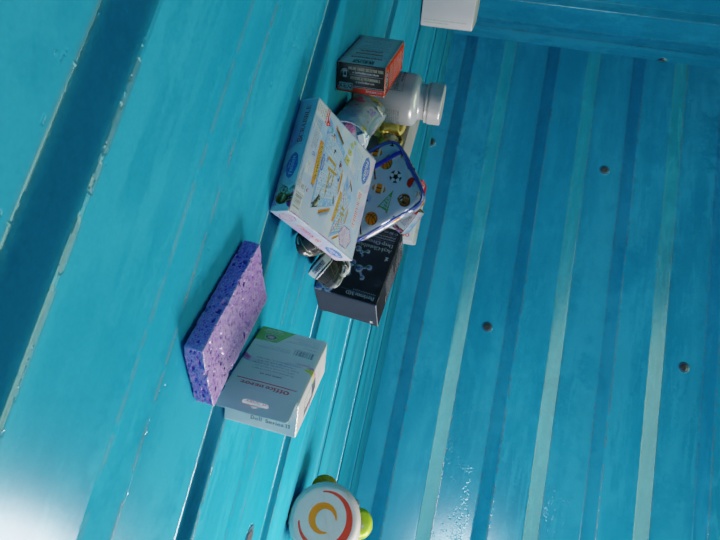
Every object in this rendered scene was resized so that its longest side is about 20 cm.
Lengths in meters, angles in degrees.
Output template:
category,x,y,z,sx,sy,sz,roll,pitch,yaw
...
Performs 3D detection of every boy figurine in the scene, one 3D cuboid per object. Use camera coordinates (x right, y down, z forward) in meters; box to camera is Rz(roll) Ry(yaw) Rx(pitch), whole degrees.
category,x,y,z,sx,sy,sz,roll,pitch,yaw
boy figurine,0.059,-0.364,1.509,0.064,0.122,0.203,133,-42,-61

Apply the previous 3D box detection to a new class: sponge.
category,x,y,z,sx,sy,sz,roll,pitch,yaw
sponge,-0.174,0.065,0.837,0.201,0.029,0.113,-70,167,-46

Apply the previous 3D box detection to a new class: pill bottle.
category,x,y,z,sx,sy,sz,roll,pitch,yaw
pill bottle,0.088,-0.389,1.420,0.114,0.197,0.116,11,90,-81

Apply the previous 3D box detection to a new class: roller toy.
category,x,y,z,sx,sy,sz,roll,pitch,yaw
roller toy,-0.086,0.633,1.575,0.182,0.199,0.140,-44,158,-18

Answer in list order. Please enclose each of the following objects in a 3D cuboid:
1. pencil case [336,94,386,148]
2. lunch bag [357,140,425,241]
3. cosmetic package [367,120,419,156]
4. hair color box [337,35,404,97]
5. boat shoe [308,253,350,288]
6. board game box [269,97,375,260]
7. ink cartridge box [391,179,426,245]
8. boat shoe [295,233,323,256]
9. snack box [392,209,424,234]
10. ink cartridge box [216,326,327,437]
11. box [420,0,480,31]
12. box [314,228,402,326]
category,x,y,z,sx,sy,sz,roll,pitch,yaw
pencil case,-0.007,-0.293,1.280,0.201,0.089,0.084,-64,162,-57
lunch bag,0.020,-0.157,1.256,0.162,0.198,0.076,63,10,1
cosmetic package,0.077,-0.332,1.585,0.091,0.105,0.203,71,31,-59
hair color box,0.024,-0.423,1.293,0.201,0.100,0.062,-65,164,-54
boat shoe,-0.054,-0.009,1.260,0.074,0.068,0.199,-47,-174,6
board game box,-0.056,-0.147,1.061,0.199,0.041,0.203,38,60,-52
ink cartridge box,0.124,-0.195,2.041,0.145,0.143,0.204,4,96,-81
boat shoe,-0.083,-0.068,1.204,0.068,0.072,0.200,-42,-176,9
snack box,0.044,-0.169,1.394,0.068,0.199,0.169,-51,175,10
ink cartridge box,-0.131,0.176,0.951,0.201,0.115,0.068,-63,164,-60
box,0.329,-0.984,2.250,0.172,0.196,0.203,-64,163,-56
box,0.000,0.000,1.432,0.108,0.146,0.202,83,25,-60
